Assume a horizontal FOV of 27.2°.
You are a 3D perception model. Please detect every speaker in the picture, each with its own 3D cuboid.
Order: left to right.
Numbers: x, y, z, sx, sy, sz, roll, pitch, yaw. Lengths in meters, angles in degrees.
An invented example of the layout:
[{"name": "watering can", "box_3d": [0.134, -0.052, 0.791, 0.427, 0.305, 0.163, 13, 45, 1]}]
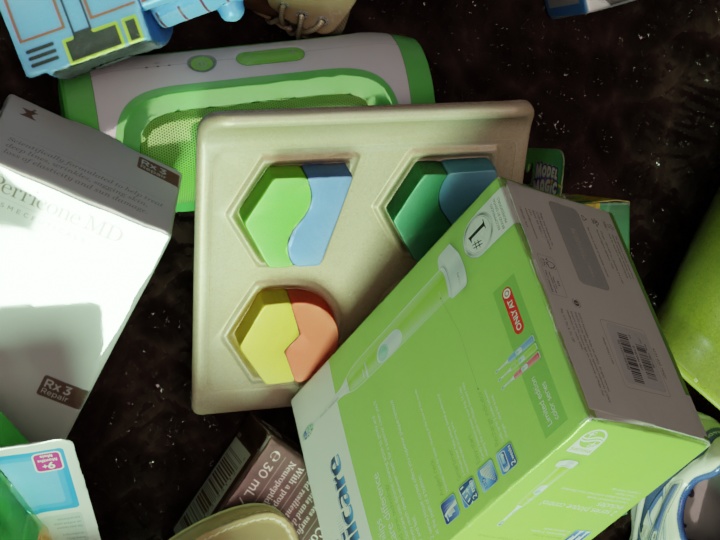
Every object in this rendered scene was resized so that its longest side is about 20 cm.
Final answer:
[{"name": "speaker", "box_3d": [-0.063, -0.082, 0.821, 0.198, 0.088, 0.089, -8, 97, -13]}]

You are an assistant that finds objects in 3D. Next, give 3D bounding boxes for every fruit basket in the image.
[{"name": "fruit basket", "box_3d": [-0.219, 0.159, 0.756, 0.183, 0.094, 0.201, -2, 128, 2]}]

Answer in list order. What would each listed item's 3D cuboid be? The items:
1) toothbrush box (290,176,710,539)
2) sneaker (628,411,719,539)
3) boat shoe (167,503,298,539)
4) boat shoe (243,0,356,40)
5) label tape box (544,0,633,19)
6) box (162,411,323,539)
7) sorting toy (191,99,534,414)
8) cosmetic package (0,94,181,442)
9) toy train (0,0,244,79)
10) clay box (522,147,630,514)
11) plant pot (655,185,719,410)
[{"name": "toothbrush box", "box_3d": [0.061, 0.076, 0.761, 0.086, 0.146, 0.200, 15, 133, -35]}, {"name": "sneaker", "box_3d": [0.197, 0.190, 0.908, 0.075, 0.088, 0.202, 1, 97, -15]}, {"name": "boat shoe", "box_3d": [-0.096, 0.178, 0.738, 0.199, 0.065, 0.072, -31, 86, -38]}, {"name": "boat shoe", "box_3d": [-0.028, -0.164, 0.828, 0.198, 0.076, 0.073, -14, 100, -10]}, {"name": "label tape box", "box_3d": [0.193, -0.245, 0.877, 0.198, 0.066, 0.145, -18, 99, -10]}, {"name": "box", "box_3d": [-0.008, 0.182, 0.866, 0.199, 0.075, 0.101, 35, 87, -16]}, {"name": "sorting toy", "box_3d": [0.000, 0.000, 0.821, 0.183, 0.037, 0.202, -4, 125, -15]}, {"name": "cosmetic package", "box_3d": [-0.178, 0.023, 0.770, 0.101, 0.074, 0.201, 23, 118, -14]}, {"name": "toy train", "box_3d": [-0.097, -0.174, 0.742, 0.198, 0.087, 0.115, -18, 104, 6]}, {"name": "clay box", "box_3d": [0.114, 0.030, 0.858, 0.047, 0.115, 0.202, -1, 96, -14]}, {"name": "plant pot", "box_3d": [0.274, 0.007, 0.868, 0.200, 0.200, 0.193, 36, 98, -14]}]
